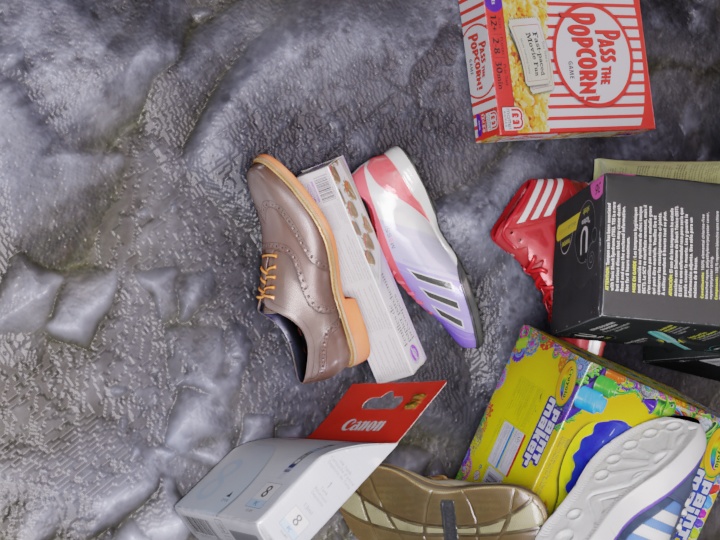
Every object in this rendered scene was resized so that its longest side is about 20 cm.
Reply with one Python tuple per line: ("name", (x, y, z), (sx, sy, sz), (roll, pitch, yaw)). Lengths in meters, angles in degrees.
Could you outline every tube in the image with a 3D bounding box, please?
("tube", (0.316, -0.078, 1.288), (0.058, 0.198, 0.052), (-52, 130, -42))

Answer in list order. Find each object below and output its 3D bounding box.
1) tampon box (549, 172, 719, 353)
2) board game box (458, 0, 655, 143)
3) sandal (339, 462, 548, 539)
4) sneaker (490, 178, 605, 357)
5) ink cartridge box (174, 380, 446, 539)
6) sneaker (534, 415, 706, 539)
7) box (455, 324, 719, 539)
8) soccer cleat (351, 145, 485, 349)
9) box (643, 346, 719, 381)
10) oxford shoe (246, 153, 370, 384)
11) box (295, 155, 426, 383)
("tampon box", (0.285, -0.003, 1.178), (0.197, 0.150, 0.128), (6, 80, -8))
("board game box", (0.196, -0.208, 1.311), (0.198, 0.046, 0.154), (-6, 88, -30))
("sandal", (0.071, 0.205, 1.129), (0.054, 0.197, 0.082), (-12, 101, -64))
("sneaker", (0.175, 0.009, 1.274), (0.114, 0.078, 0.203), (6, 79, -13))
("ink cartridge box", (-0.042, 0.144, 1.070), (0.200, 0.159, 0.047), (-46, 107, -26))
("sneaker", (0.231, 0.232, 1.095), (0.199, 0.080, 0.148), (-39, 116, -28))
("box", (0.207, 0.186, 1.197), (0.191, 0.122, 0.202), (22, 94, -26))
("soccer cleat", (0.050, -0.011, 1.204), (0.072, 0.068, 0.202), (-27, 103, -5))
("box", (0.390, 0.006, 1.352), (0.147, 0.124, 0.203), (14, 77, -27))
("oxford shoe", (-0.059, 0.000, 1.130), (0.072, 0.071, 0.202), (-27, 98, -24))
("box", (0.000, 0.000, 1.166), (0.202, 0.041, 0.039), (67, 28, -10))
